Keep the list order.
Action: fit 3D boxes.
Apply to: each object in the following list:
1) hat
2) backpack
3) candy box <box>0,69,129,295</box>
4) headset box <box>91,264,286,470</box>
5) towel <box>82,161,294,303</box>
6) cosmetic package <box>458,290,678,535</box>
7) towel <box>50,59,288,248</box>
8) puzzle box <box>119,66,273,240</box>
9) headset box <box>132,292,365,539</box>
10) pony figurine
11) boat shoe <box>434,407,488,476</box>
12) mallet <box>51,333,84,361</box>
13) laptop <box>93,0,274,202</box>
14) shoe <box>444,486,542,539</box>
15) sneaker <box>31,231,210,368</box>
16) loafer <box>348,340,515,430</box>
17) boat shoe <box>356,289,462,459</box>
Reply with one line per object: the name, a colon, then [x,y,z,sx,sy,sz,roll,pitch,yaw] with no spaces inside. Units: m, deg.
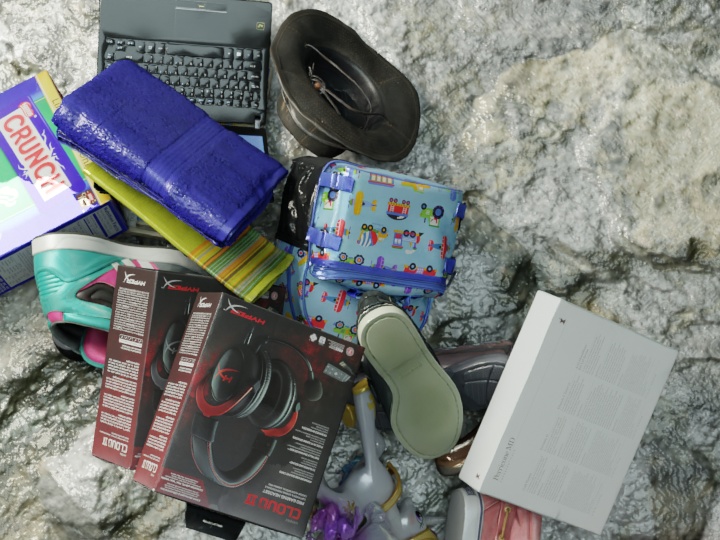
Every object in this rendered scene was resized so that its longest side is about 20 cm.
hat: [-0.030,-0.168,1.347,0.201,0.201,0.081,46,125,2]
backpack: [0.000,0.000,1.307,0.182,0.134,0.201,14,90,-26]
candy box: [-0.359,-0.076,1.315,0.199,0.077,0.169,-28,69,-8]
headset box: [-0.161,0.103,1.235,0.148,0.077,0.201,9,88,-40]
towel: [-0.158,-0.051,1.229,0.200,0.086,0.018,38,126,2]
cosmetic package: [0.204,0.140,1.288,0.150,0.052,0.201,23,91,-25]
towel: [-0.177,-0.108,1.229,0.200,0.148,0.050,36,122,0]
puzzle box: [-0.172,-0.126,1.377,0.132,0.025,0.201,9,83,-3]
headset box: [-0.101,0.137,1.168,0.148,0.075,0.201,23,80,-22]
pony figurine: [-0.012,0.234,1.290,0.193,0.166,0.201,-35,106,-32]
boat shoe: [0.158,0.147,1.351,0.199,0.076,0.072,-25,82,-15]
mallet: [-0.279,-0.009,1.337,0.041,0.066,0.201,7,83,-1]
laptop: [-0.172,-0.175,1.304,0.176,0.103,0.201,3,97,-13]
shoe: [0.128,0.320,1.327,0.091,0.071,0.201,8,92,-15]
sneaker: [-0.229,0.036,1.287,0.199,0.083,0.121,10,72,-42]
loafer: [0.071,0.114,1.344,0.199,0.063,0.072,-11,116,17]
boat shoe: [0.041,0.098,1.269,0.074,0.066,0.200,-30,127,2]
